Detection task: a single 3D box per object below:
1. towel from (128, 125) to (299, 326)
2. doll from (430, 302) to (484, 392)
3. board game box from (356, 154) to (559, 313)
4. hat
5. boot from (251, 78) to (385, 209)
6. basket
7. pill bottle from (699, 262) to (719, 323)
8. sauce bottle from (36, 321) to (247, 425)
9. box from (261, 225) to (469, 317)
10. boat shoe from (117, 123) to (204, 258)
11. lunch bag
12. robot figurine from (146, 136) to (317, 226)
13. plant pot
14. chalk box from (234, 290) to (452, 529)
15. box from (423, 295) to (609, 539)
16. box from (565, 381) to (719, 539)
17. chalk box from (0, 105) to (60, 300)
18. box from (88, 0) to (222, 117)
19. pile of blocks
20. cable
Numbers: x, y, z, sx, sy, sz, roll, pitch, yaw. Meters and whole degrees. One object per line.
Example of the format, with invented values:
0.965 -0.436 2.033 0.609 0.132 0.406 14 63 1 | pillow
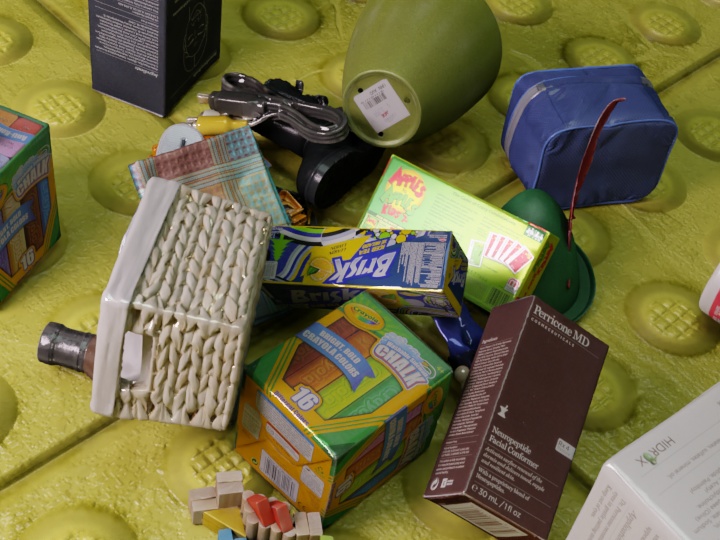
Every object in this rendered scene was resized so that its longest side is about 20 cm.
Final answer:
-0.137 -0.037 1.180 0.146 0.022 0.201 -22 92 -29 | towel
0.121 0.096 1.140 0.136 0.048 0.201 10 46 -56 | doll
0.100 -0.035 1.234 0.199 0.102 0.048 29 4 23 | board game box
0.195 -0.065 1.239 0.164 0.177 0.201 6 46 -4 | hat
-0.072 -0.153 1.324 0.162 0.074 0.198 31 29 11 | boot
-0.154 0.029 1.025 0.122 0.136 0.201 11 35 -4 | basket
0.475 0.052 1.230 0.200 0.111 0.110 38 51 24 | pill bottle
-0.207 0.094 1.092 0.198 0.065 0.065 13 45 3 | sauce bottle
0.000 0.000 1.123 0.198 0.070 0.065 3 68 22 | box
-0.202 -0.053 1.205 0.071 0.062 0.202 17 78 -3 | boat shoe
0.276 -0.170 1.385 0.198 0.136 0.133 -6 48 -16 | lunch bag
-0.141 -0.080 1.274 0.145 0.058 0.200 -32 59 -31 | robot figurine
0.052 -0.228 1.341 0.186 0.188 0.200 20 36 9 | plant pot
-0.001 0.117 1.067 0.125 0.125 0.199 39 52 24 | chalk box
0.145 0.136 1.047 0.100 0.075 0.201 31 64 -19 | box
0.296 0.230 0.962 0.199 0.200 0.171 -25 56 -30 | box
-0.384 -0.088 1.125 0.124 0.201 0.124 22 46 11 | chalk box
-0.244 -0.318 1.383 0.106 0.201 0.149 21 45 11 | box
-0.066 0.235 0.984 0.199 0.062 0.082 23 47 12 | pile of blocks
-0.099 -0.173 1.279 0.198 0.051 0.097 12 42 15 | cable
